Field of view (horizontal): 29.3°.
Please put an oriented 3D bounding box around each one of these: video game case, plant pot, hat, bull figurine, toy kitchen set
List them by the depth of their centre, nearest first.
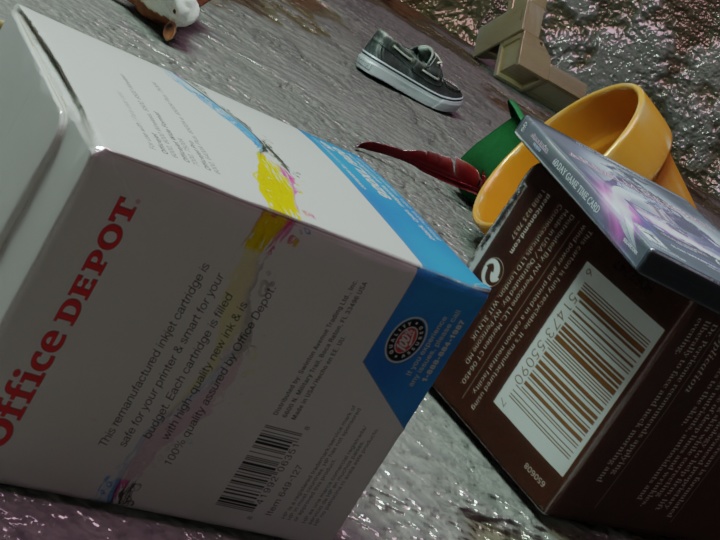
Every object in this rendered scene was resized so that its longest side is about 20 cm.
[{"bbox_3d":[0.183,-0.024,0.826,0.143,0.019,0.200,24,19,-24],"label":"video game case"},{"bbox_3d":[0.241,-0.046,1.329,0.183,0.200,0.200,48,11,-17],"label":"plant pot"},{"bbox_3d":[-0.209,-0.297,1.423,0.121,0.065,0.200,34,15,-5],"label":"bull figurine"},{"bbox_3d":[0.118,-0.081,1.497,0.166,0.176,0.201,-59,123,-86],"label":"hat"},{"bbox_3d":[0.347,-0.439,2.777,0.180,0.201,0.163,24,-24,-27],"label":"toy kitchen set"}]

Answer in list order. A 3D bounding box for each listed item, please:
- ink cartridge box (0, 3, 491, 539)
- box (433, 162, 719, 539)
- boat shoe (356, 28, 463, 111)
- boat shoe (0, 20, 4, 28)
[{"bbox_3d":[-0.082,0.006,0.603,0.200,0.147,0.145,21,19,-37],"label":"ink cartridge box"},{"bbox_3d":[0.178,0.059,0.905,0.200,0.166,0.164,18,20,-42],"label":"box"},{"bbox_3d":[0.084,-0.278,1.920,0.200,0.071,0.072,17,22,-46],"label":"boat shoe"},{"bbox_3d":[-0.174,-0.089,0.877,0.200,0.073,0.065,36,5,1],"label":"boat shoe"}]
